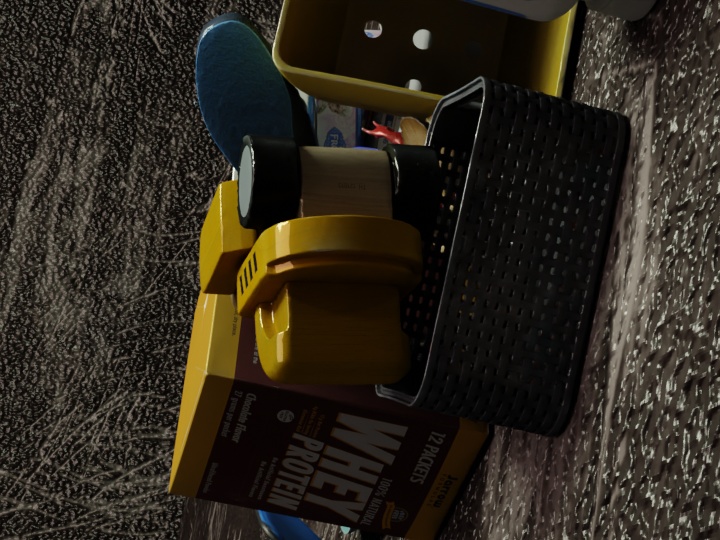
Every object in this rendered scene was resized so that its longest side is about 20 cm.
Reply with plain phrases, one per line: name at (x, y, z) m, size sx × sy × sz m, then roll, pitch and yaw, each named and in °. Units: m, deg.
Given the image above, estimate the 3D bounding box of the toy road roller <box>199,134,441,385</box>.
toy road roller at (-0.028, 0.009, 0.879) m, size 0.200 × 0.122 × 0.147 m, roll 130°, pitch 140°, yaw -66°

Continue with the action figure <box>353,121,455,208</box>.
action figure at (0.020, -0.080, 1.125) m, size 0.052 × 0.199 × 0.066 m, roll -45°, pitch -51°, yaw -49°

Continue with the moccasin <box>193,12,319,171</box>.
moccasin at (-0.076, -0.109, 1.074) m, size 0.068 × 0.080 × 0.200 m, roll -87°, pitch -17°, yaw -55°

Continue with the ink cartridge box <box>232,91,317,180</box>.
ink cartridge box at (-0.073, -0.093, 1.318) m, size 0.200 × 0.067 × 0.117 m, roll 77°, pitch -165°, yaw -75°

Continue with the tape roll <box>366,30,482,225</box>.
tape roll at (0.059, -0.134, 1.233) m, size 0.200 × 0.066 × 0.201 m, roll -166°, pitch 90°, yaw -80°

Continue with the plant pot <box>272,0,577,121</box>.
plant pot at (0.053, -0.200, 1.048) m, size 0.176 × 0.199 × 0.201 m, roll 97°, pitch -176°, yaw -80°

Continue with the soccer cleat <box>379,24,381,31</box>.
soccer cleat at (0.053, -0.284, 1.463) m, size 0.200 × 0.068 × 0.086 m, roll 139°, pitch 134°, yaw -78°

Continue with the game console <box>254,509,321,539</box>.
game console at (-0.057, 0.285, 1.190) m, size 0.200 × 0.118 × 0.171 m, roll -151°, pitch 74°, yaw -80°

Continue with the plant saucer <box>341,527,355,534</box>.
plant saucer at (0.003, 0.132, 1.238) m, size 0.200 × 0.027 × 0.201 m, roll -177°, pitch 90°, yaw -83°

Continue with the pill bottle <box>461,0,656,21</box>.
pill bottle at (0.083, -0.213, 0.832) m, size 0.112 × 0.199 × 0.113 m, roll -167°, pitch 90°, yaw -79°

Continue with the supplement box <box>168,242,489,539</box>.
supplement box at (-0.023, 0.071, 1.042) m, size 0.198 × 0.199 × 0.133 m, roll -89°, pitch 15°, yaw -48°

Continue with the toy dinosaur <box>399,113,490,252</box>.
toy dinosaur at (0.055, -0.067, 1.039) m, size 0.058 × 0.101 × 0.200 m, roll -35°, pitch 0°, yaw -21°

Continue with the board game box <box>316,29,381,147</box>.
board game box at (-0.007, -0.122, 1.376) m, size 0.200 × 0.041 × 0.201 m, roll -67°, pitch -21°, yaw -68°

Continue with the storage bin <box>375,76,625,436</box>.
storage bin at (0.084, -0.007, 0.872) m, size 0.135 × 0.093 × 0.201 m, roll 175°, pitch 107°, yaw -79°
